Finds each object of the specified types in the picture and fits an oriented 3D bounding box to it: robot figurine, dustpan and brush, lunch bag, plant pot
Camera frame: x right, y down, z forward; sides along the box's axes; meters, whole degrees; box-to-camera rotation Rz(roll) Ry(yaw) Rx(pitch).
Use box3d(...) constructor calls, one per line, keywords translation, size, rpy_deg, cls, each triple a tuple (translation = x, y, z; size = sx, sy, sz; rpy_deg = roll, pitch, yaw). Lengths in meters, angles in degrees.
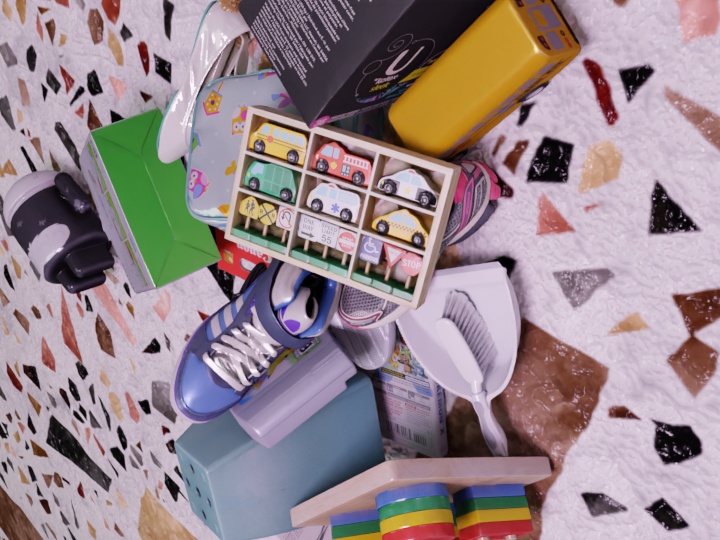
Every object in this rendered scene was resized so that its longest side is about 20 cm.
box3d(translation=(-0.466, -0.062, 1.275), size=(0.201, 0.150, 0.125), rpy_deg=(50, 179, 14), cls="robot figurine")
box3d(translation=(0.111, 0.097, 0.800), size=(0.138, 0.057, 0.202), rpy_deg=(-9, 119, 41), cls="dustpan and brush")
box3d(translation=(-0.077, -0.111, 0.807), size=(0.197, 0.077, 0.163), rpy_deg=(0, 84, 26), cls="lunch bag")
box3d(translation=(-0.095, 0.202, 0.915), size=(0.141, 0.198, 0.144), rpy_deg=(16, 121, 54), cls="plant pot")

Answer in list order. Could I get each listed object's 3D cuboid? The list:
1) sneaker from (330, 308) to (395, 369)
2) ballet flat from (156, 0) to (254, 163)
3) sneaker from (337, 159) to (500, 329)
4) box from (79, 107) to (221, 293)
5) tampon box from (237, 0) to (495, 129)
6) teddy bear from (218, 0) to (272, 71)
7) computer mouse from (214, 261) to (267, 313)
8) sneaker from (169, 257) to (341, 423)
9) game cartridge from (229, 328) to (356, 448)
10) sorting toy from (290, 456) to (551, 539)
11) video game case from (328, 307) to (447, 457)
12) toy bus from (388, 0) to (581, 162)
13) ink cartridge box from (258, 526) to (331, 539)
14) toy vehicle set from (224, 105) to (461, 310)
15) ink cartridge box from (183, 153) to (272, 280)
box3d(translation=(0.000, 0.000, 0.860), size=(0.072, 0.071, 0.203), rpy_deg=(-14, 92, 28), cls="sneaker")
box3d(translation=(-0.171, -0.199, 0.917), size=(0.069, 0.069, 0.202), rpy_deg=(37, 113, 26), cls="ballet flat")
box3d(translation=(0.039, -0.027, 0.758), size=(0.081, 0.074, 0.201), rpy_deg=(48, 114, 20), cls="sneaker")
box3d(translation=(-0.277, -0.081, 1.053), size=(0.176, 0.096, 0.203), rpy_deg=(-10, 103, 67), cls="box")
box3d(translation=(0.023, -0.235, 0.658), size=(0.127, 0.149, 0.200), rpy_deg=(58, 139, 6), cls="tampon box")
box3d(translation=(-0.082, -0.276, 0.822), size=(0.144, 0.066, 0.202), rpy_deg=(-22, 100, 54), cls="teddy bear")
box3d(translation=(-0.140, 0.101, 1.002), size=(0.045, 0.141, 0.202), rpy_deg=(23, 135, 16), cls="computer mouse")
box3d(translation=(-0.096, 0.060, 0.777), size=(0.081, 0.201, 0.146), rpy_deg=(45, 159, -12), cls="sneaker")
box3d(translation=(-0.083, 0.105, 0.864), size=(0.041, 0.133, 0.200), rpy_deg=(50, 177, -21), cls="game cartridge")
box3d(translation=(0.061, 0.249, 0.821), size=(0.200, 0.196, 0.071), rpy_deg=(-40, 51, 48), cls="sorting toy")
box3d(translation=(0.012, 0.104, 0.939), size=(0.198, 0.022, 0.185), rpy_deg=(14, 119, 42), cls="video game case")
box3d(translation=(0.091, -0.149, 0.687), size=(0.200, 0.078, 0.066), rpy_deg=(-37, 82, 48), cls="toy bus")
box3d(translation=(-0.106, 0.344, 1.083), size=(0.143, 0.085, 0.202), rpy_deg=(9, 136, 38), cls="ink cartridge box")
box3d(translation=(-0.021, -0.058, 0.720), size=(0.197, 0.026, 0.126), rpy_deg=(20, 109, 19), cls="toy vehicle set")
box3d(translation=(-0.148, -0.064, 1.000), size=(0.160, 0.050, 0.203), rpy_deg=(23, 123, 37), cls="ink cartridge box")
